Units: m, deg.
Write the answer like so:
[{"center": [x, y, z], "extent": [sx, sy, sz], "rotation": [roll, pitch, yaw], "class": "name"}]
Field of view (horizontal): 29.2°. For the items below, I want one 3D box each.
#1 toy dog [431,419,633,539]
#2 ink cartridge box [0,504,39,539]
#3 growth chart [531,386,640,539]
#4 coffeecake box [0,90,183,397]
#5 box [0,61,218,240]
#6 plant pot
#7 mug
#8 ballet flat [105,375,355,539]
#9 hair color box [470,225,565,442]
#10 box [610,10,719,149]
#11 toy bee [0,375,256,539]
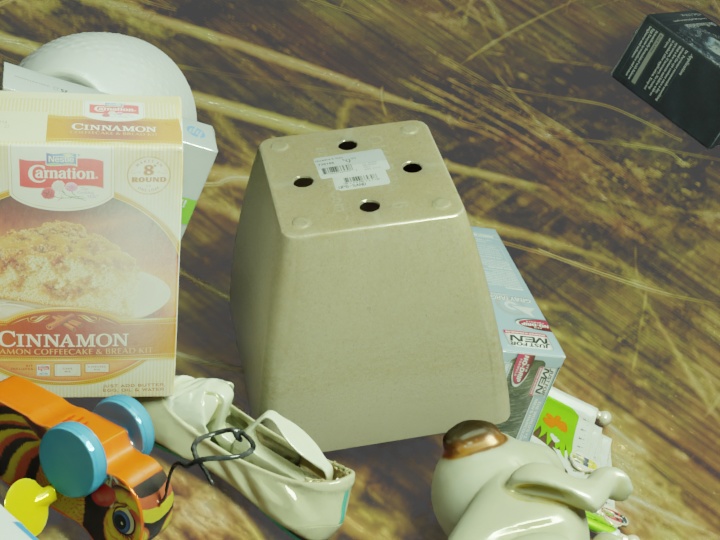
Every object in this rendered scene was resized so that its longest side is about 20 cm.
[{"center": [0.106, 0.201, 0.980], "extent": [0.192, 0.141, 0.201], "rotation": [-16, 33, 8], "class": "toy dog"}, {"center": [-0.219, 0.208, 0.594], "extent": [0.147, 0.201, 0.144], "rotation": [36, 32, 15], "class": "ink cartridge box"}, {"center": [0.167, 0.154, 1.204], "extent": [0.143, 0.018, 0.201], "rotation": [22, 28, -9], "class": "growth chart"}, {"center": [-0.198, -0.014, 0.929], "extent": [0.151, 0.202, 0.073], "rotation": [0, 34, -10], "class": "coffeecake box"}, {"center": [-0.208, -0.032, 0.986], "extent": [0.154, 0.201, 0.041], "rotation": [15, 28, -23], "class": "box"}, {"center": [0.000, 0.000, 1.068], "extent": [0.197, 0.179, 0.201], "rotation": [-8, 38, -8], "class": "plant pot"}, {"center": [-0.243, -0.110, 1.123], "extent": [0.175, 0.198, 0.149], "rotation": [-66, 136, -81], "class": "mug"}, {"center": [-0.090, 0.116, 0.991], "extent": [0.199, 0.070, 0.069], "rotation": [32, 29, 7], "class": "ballet flat"}, {"center": [0.106, 0.053, 1.208], "extent": [0.060, 0.100, 0.201], "rotation": [7, 31, -19], "class": "hair color box"}, {"center": [0.528, -0.300, 2.139], "extent": [0.200, 0.118, 0.196], "rotation": [42, 31, 21], "class": "box"}, {"center": [-0.166, 0.141, 0.873], "extent": [0.130, 0.110, 0.199], "rotation": [-12, 22, -38], "class": "toy bee"}]
